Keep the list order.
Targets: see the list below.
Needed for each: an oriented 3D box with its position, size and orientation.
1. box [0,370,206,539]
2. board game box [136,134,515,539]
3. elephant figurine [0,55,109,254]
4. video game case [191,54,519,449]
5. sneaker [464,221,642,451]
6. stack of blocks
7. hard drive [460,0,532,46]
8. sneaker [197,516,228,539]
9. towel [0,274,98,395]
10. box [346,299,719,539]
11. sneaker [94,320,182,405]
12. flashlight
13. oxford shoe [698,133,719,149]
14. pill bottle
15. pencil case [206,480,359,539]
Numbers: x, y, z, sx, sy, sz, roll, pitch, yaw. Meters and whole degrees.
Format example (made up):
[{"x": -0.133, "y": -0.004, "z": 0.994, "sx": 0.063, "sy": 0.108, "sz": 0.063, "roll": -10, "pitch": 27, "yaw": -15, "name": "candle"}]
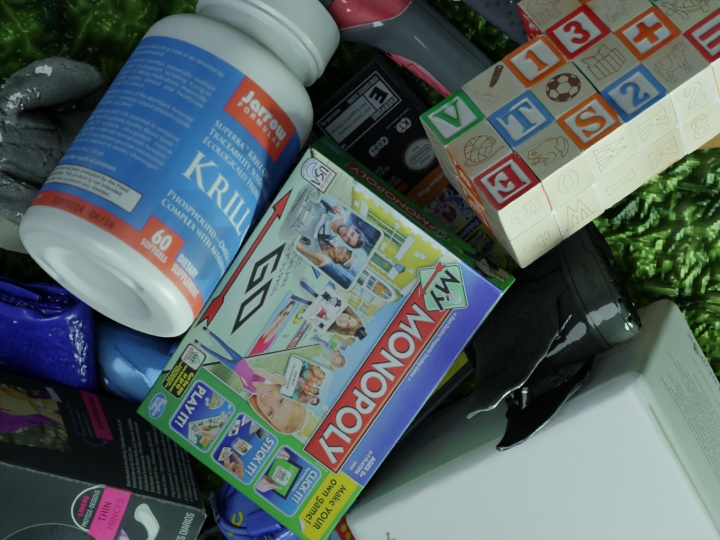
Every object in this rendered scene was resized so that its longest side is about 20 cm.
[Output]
[{"x": -0.209, "y": 0.140, "z": 1.334, "sx": 0.199, "sy": 0.106, "sz": 0.123, "roll": 15, "pitch": 115, "yaw": -20, "name": "box"}, {"x": -0.022, "y": 0.043, "z": 1.254, "sx": 0.134, "sy": 0.029, "sz": 0.201, "roll": 37, "pitch": 114, "yaw": 5, "name": "board game box"}, {"x": -0.197, "y": -0.061, "z": 1.328, "sx": 0.155, "sy": 0.200, "sz": 0.142, "roll": -45, "pitch": 62, "yaw": 15, "name": "elephant figurine"}, {"x": 0.000, "y": 0.000, "z": 1.335, "sx": 0.200, "sy": 0.026, "sz": 0.181, "roll": -42, "pitch": 90, "yaw": -19, "name": "video game case"}, {"x": 0.099, "y": 0.021, "z": 1.278, "sx": 0.104, "sy": 0.200, "sz": 0.060, "roll": -33, "pitch": 115, "yaw": 10, "name": "sneaker"}, {"x": 0.135, "y": -0.108, "z": 1.248, "sx": 0.199, "sy": 0.059, "sz": 0.115, "roll": -35, "pitch": 52, "yaw": -4, "name": "stack of blocks"}, {"x": 0.109, "y": -0.243, "z": 1.274, "sx": 0.135, "sy": 0.042, "sz": 0.200, "roll": 35, "pitch": 102, "yaw": -15, "name": "hard drive"}, {"x": -0.124, "y": 0.226, "z": 1.457, "sx": 0.199, "sy": 0.077, "sz": 0.085, "roll": -24, "pitch": 101, "yaw": 19, "name": "sneaker"}, {"x": -0.228, "y": 0.091, "z": 1.423, "sx": 0.147, "sy": 0.050, "sz": 0.201, "roll": 15, "pitch": 124, "yaw": 30, "name": "towel"}, {"x": 0.135, "y": 0.161, "z": 1.318, "sx": 0.198, "sy": 0.171, "sz": 0.201, "roll": -28, "pitch": 95, "yaw": 19, "name": "box"}, {"x": -0.083, "y": 0.070, "z": 1.411, "sx": 0.199, "sy": 0.066, "sz": 0.079, "roll": 29, "pitch": 112, "yaw": 3, "name": "sneaker"}, {"x": 0.037, "y": -0.122, "z": 1.320, "sx": 0.200, "sy": 0.068, "sz": 0.068, "roll": 42, "pitch": 94, "yaw": -14, "name": "flashlight"}, {"x": 0.226, "y": -0.100, "z": 1.288, "sx": 0.199, "sy": 0.071, "sz": 0.072, "roll": -14, "pitch": 98, "yaw": 16, "name": "oxford shoe"}, {"x": -0.095, "y": -0.073, "z": 1.253, "sx": 0.112, "sy": 0.112, "sz": 0.201, "roll": 29, "pitch": 71, "yaw": 7, "name": "pill bottle"}, {"x": -0.014, "y": 0.194, "z": 1.376, "sx": 0.078, "sy": 0.087, "sz": 0.201, "roll": -13, "pitch": 126, "yaw": 27, "name": "pencil case"}]
